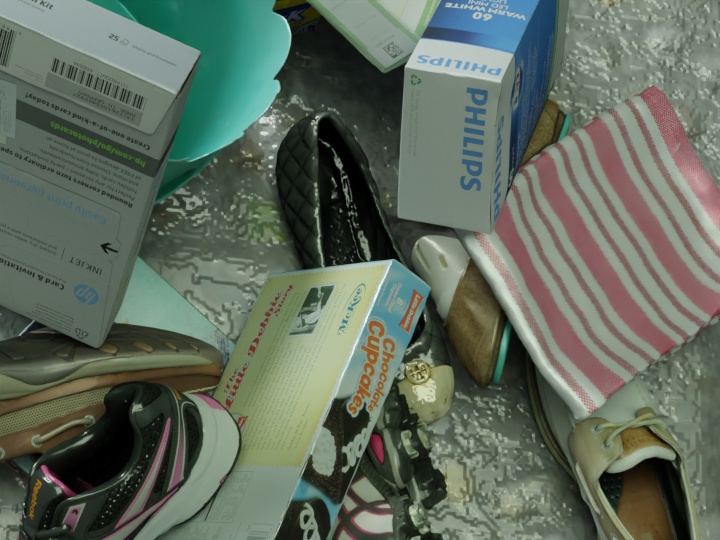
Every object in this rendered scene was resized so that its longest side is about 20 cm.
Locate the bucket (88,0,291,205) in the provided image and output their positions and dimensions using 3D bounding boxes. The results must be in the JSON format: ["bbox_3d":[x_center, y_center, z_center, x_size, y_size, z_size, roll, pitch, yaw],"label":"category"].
[{"bbox_3d":[-0.158,-0.128,1.334,0.206,0.135,0.209,12,64,-26],"label":"bucket"}]

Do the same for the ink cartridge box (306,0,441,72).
[{"bbox_3d":[-0.022,-0.232,1.361,0.200,0.048,0.146,42,47,-23],"label":"ink cartridge box"}]

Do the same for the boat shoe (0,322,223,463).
[{"bbox_3d":[-0.172,0.074,1.303,0.199,0.076,0.072,-7,106,-24],"label":"boat shoe"}]

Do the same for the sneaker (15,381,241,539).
[{"bbox_3d":[-0.157,0.138,1.259,0.080,0.086,0.201,31,87,41],"label":"sneaker"}]

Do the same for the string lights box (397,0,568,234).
[{"bbox_3d":[0.076,-0.120,1.368,0.059,0.103,0.200,11,36,12],"label":"string lights box"}]

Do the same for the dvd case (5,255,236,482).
[{"bbox_3d":[-0.117,0.096,1.350,0.200,0.022,0.146,43,67,3],"label":"dvd case"}]

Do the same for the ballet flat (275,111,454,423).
[{"bbox_3d":[0.000,0.000,1.391,0.066,0.057,0.201,-22,77,-18],"label":"ballet flat"}]

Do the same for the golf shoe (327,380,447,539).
[{"bbox_3d":[0.006,0.153,1.274,0.088,0.077,0.201,-25,35,11],"label":"golf shoe"}]

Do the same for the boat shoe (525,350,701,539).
[{"bbox_3d":[0.160,0.112,1.383,0.074,0.068,0.201,-17,75,-18],"label":"boat shoe"}]

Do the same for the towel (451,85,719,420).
[{"bbox_3d":[0.154,-0.016,1.395,0.199,0.030,0.147,-31,85,-38],"label":"towel"}]

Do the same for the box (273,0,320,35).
[{"bbox_3d":[-0.084,-0.243,1.455,0.070,0.064,0.201,-16,76,-18],"label":"box"}]

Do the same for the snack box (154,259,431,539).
[{"bbox_3d":[-0.043,0.090,1.295,0.037,0.116,0.201,38,64,-31],"label":"snack box"}]

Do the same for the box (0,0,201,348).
[{"bbox_3d":[-0.180,-0.064,1.222,0.155,0.201,0.041,23,44,1],"label":"box"}]

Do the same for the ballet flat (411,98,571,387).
[{"bbox_3d":[0.072,-0.025,1.414,0.072,0.068,0.201,17,65,-1],"label":"ballet flat"}]
